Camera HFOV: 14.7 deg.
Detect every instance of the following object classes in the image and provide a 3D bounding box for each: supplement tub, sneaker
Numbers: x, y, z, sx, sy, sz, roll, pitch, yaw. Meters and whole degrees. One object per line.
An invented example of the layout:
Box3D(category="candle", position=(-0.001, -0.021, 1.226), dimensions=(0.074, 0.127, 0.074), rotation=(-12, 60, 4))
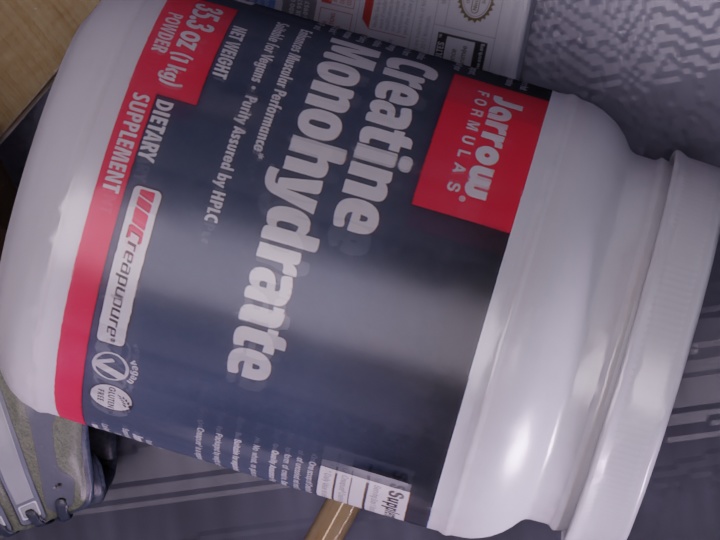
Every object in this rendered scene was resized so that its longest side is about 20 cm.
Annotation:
Box3D(category="supplement tub", position=(0.000, 0.000, 0.856), dimensions=(0.199, 0.140, 0.141), rotation=(16, 108, 3))
Box3D(category="sneaker", position=(-0.131, 0.071, 0.963), dimensions=(0.081, 0.074, 0.200), rotation=(31, 112, -2))

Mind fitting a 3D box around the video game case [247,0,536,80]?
Box3D(category="video game case", position=(-0.038, -0.119, 0.915), dimensions=(0.199, 0.018, 0.144), rotation=(14, 108, 9))

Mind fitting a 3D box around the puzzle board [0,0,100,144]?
Box3D(category="puzzle board", position=(-0.166, -0.137, 0.927), dimensions=(0.200, 0.017, 0.151), rotation=(47, 115, 5))

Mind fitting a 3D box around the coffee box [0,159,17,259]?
Box3D(category="coffee box", position=(-0.211, 0.023, 0.903), dimensions=(0.200, 0.114, 0.080), rotation=(-50, 51, 22))

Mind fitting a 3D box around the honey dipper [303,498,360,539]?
Box3D(category="honey dipper", position=(-0.015, 0.095, 0.959), dimensions=(0.038, 0.038, 0.200), rotation=(29, 108, 4))
